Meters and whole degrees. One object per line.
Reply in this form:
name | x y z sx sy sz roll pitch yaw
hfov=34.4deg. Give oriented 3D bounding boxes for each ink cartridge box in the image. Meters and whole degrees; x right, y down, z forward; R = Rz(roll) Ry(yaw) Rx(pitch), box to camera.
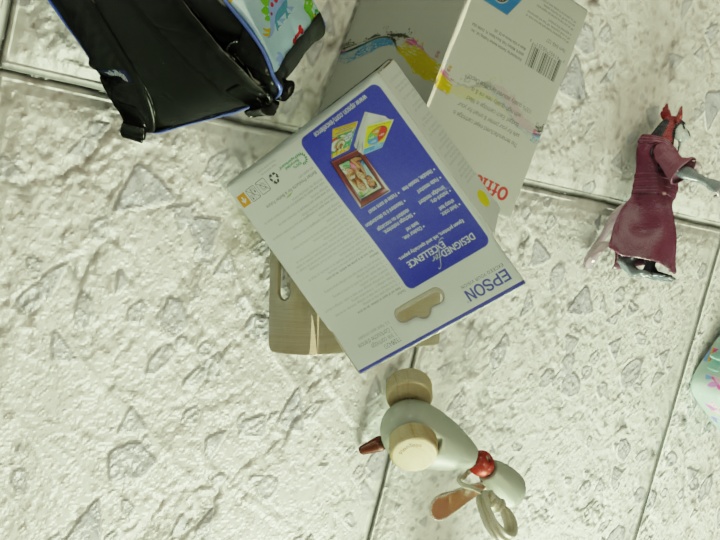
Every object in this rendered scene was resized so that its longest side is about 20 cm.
ink cartridge box | 0.013 -0.038 0.956 0.201 0.196 0.047 53 38 -9
ink cartridge box | 0.076 -0.173 1.037 0.146 0.144 0.203 20 92 -42

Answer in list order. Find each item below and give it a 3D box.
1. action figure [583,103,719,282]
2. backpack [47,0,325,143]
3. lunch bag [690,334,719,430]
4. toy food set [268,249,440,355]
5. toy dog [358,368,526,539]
action figure | 0.333 -0.092 1.337 0.146 0.134 0.204 6 89 2
backpack | -0.137 -0.219 0.827 0.201 0.181 0.148 54 48 -34
lunch bag | 0.538 0.127 1.575 0.201 0.077 0.161 -54 131 -12
toy food set | 0.000 0.000 1.103 0.198 0.060 0.146 -2 95 -41
toy dog | 0.076 0.199 1.198 0.201 0.096 0.132 51 29 -10
